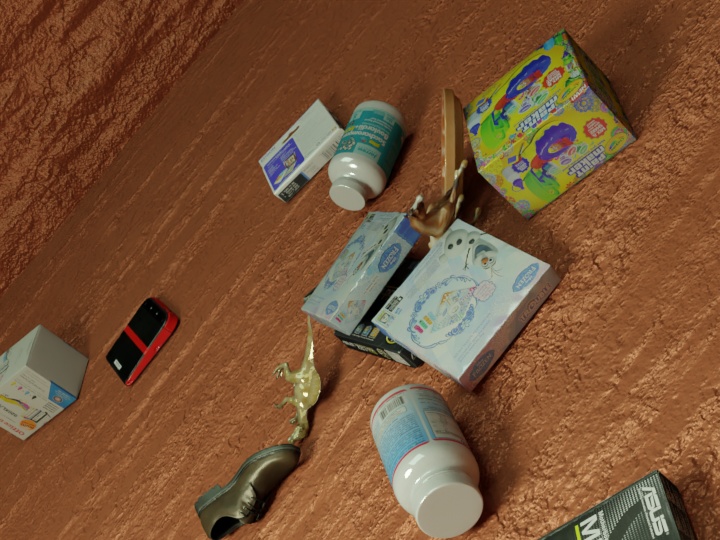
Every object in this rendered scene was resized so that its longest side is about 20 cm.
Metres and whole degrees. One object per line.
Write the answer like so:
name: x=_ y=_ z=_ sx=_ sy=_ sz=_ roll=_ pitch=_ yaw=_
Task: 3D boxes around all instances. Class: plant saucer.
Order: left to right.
plant saucer: x=0.146 y=-0.188 z=1.786 sx=0.032 sy=0.201 sz=0.200 roll=0 pitch=39 yaw=2

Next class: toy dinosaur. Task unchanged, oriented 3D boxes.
toy dinosaur: x=-0.090 y=0.173 z=1.765 sx=0.101 sy=0.058 sz=0.200 roll=-3 pitch=79 yaw=56

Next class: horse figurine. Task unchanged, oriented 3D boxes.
horse figurine: x=0.130 y=-0.074 z=1.675 sx=0.050 sy=0.200 sz=0.133 roll=20 pitch=67 yaw=23

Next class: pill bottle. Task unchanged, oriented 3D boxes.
pill bottle: x=0.009 y=-0.208 z=2.061 sx=0.111 sy=0.111 sz=0.200 roll=-17 pitch=42 yaw=46
pill bottle: x=0.084 y=0.236 z=1.391 sx=0.109 sy=0.109 sz=0.200 roll=-44 pitch=28 yaw=11

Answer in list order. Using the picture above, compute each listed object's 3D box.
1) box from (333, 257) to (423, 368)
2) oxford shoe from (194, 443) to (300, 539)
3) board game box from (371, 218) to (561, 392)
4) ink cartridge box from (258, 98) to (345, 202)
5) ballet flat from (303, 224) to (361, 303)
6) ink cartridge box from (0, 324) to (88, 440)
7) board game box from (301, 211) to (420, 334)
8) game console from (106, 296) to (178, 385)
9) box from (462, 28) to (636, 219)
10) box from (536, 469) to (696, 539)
box: x=0.063 y=0.059 z=1.712 sx=0.161 sy=0.049 sz=0.200 roll=-53 pitch=27 yaw=-14
oxford shoe: x=-0.159 y=0.337 z=1.683 sx=0.200 sy=0.073 sz=0.084 roll=-43 pitch=44 yaw=16
board game box: x=0.144 y=0.043 z=1.559 sx=0.200 sy=0.043 sz=0.199 roll=-50 pitch=41 yaw=-7
ink cartridge box: x=-0.123 y=-0.257 z=2.389 sx=0.198 sy=0.043 sz=0.200 roll=-45 pitch=30 yaw=9
ballet flat: x=-0.026 y=-0.010 z=1.919 sx=0.066 sy=0.057 sz=0.200 roll=3 pitch=57 yaw=56
ink cartridge box: x=-0.753 y=0.258 z=2.559 sx=0.200 sy=0.147 sz=0.145 roll=-36 pitch=30 yaw=25
board game box: x=0.000 y=0.000 z=1.752 sx=0.199 sy=0.043 sz=0.200 roll=-54 pitch=14 yaw=-6
game console: x=-0.472 y=0.150 z=2.417 sx=0.177 sy=0.031 sz=0.200 roll=-56 pitch=27 yaw=-3
box: x=0.276 y=-0.219 z=1.668 sx=0.200 sy=0.122 sz=0.193 roll=-38 pitch=30 yaw=22
box: x=0.249 y=0.324 z=1.104 sx=0.193 sy=0.047 sz=0.200 roll=-39 pitch=30 yaw=25
